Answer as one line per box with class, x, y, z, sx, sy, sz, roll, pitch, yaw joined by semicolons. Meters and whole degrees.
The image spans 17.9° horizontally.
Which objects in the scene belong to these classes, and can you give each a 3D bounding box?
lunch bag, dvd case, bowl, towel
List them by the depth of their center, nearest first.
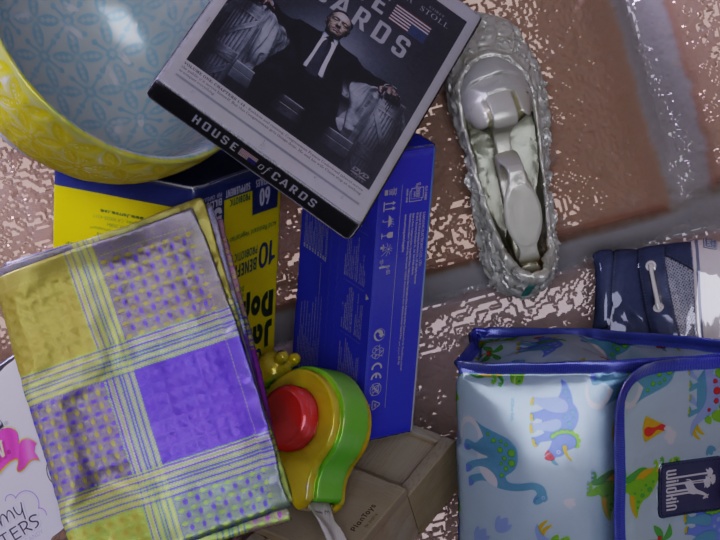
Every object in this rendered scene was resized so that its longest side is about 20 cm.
towel;-0.130;0.069;1.363;0.142;0.023;0.202;-15;83;-2
bowl;-0.175;-0.127;1.395;0.108;0.200;0.201;-37;91;39
dvd case;-0.024;-0.133;1.402;0.150;0.025;0.201;35;52;-6
lunch bag;0.163;0.129;1.471;0.198;0.127;0.172;1;102;8

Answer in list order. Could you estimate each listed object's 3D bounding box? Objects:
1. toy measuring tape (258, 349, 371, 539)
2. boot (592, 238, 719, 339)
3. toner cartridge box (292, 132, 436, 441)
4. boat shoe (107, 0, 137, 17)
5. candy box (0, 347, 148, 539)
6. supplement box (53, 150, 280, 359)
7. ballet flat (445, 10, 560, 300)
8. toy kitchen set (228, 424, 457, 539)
toy measuring tape;-0.011;0.124;1.427;0.073;0.074;0.201;-32;60;0
boot;0.204;0.081;1.540;0.090;0.073;0.202;-3;85;9
toner cartridge box;0.000;0.000;1.485;0.043;0.095;0.202;-9;116;-29
boat shoe;-0.150;-0.149;1.529;0.074;0.086;0.203;2;120;-5
candy box;-0.208;0.168;1.419;0.167;0.072;0.201;-32;84;13
supplement box;-0.126;0.026;1.473;0.109;0.109;0.202;11;107;27
ballet flat;0.101;-0.080;1.533;0.071;0.072;0.202;-12;90;0
toy kitchen set;-0.040;0.214;1.544;0.162;0.181;0.200;19;51;35
